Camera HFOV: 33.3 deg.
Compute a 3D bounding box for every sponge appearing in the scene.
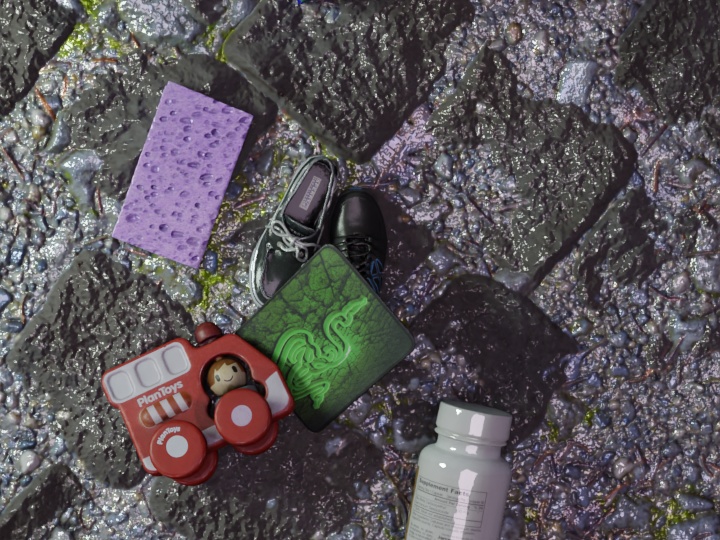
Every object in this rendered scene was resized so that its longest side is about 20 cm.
[{"bbox_3d":[-0.214,-0.114,1.449,0.111,0.030,0.200,20,90,-6],"label":"sponge"}]

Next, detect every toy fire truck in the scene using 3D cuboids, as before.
[{"bbox_3d":[-0.190,0.152,1.431,0.200,0.112,0.168,-26,76,-5],"label":"toy fire truck"}]

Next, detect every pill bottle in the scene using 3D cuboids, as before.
[{"bbox_3d":[0.121,0.264,1.453,0.114,0.114,0.200,10,91,-6],"label":"pill bottle"}]

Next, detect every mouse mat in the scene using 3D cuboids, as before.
[{"bbox_3d":[-0.046,0.083,1.422,0.161,0.008,0.200,49,121,5],"label":"mouse mat"}]

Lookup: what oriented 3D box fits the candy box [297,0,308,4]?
[{"bbox_3d":[0.012,-0.385,1.390,0.200,0.169,0.077,-24,98,-4],"label":"candy box"}]

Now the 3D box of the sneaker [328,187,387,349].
[{"bbox_3d":[0.000,0.000,1.448,0.073,0.082,0.200,-1,92,-6],"label":"sneaker"}]

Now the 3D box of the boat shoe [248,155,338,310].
[{"bbox_3d":[-0.077,-0.044,1.445,0.074,0.068,0.200,28,90,-6],"label":"boat shoe"}]
